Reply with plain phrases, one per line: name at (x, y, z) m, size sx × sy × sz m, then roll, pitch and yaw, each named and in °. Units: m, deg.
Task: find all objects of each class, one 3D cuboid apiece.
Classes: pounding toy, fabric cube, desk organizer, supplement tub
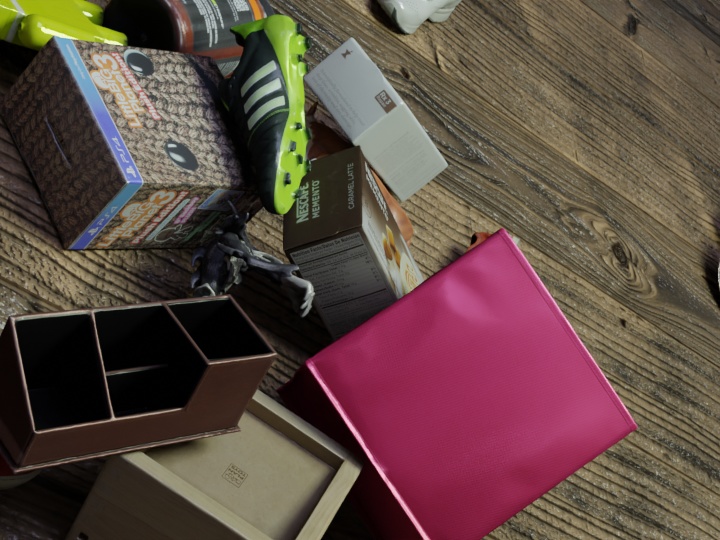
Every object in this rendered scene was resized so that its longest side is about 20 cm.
pounding toy at (-0.096, 0.186, 1.159) m, size 0.183 × 0.143 × 0.200 m, roll 33°, pitch 29°, yaw 3°
fabric cube at (0.072, 0.115, 1.271) m, size 0.199 × 0.200 × 0.197 m, roll -34°, pitch 87°, yaw -14°
desk organizer at (-0.159, 0.073, 1.045) m, size 0.199 × 0.077 × 0.072 m, roll -5°, pitch 45°, yaw -47°
supplement tub at (-0.166, -0.243, 1.539) m, size 0.107 × 0.107 × 0.200 m, roll 53°, pitch 30°, yaw 9°

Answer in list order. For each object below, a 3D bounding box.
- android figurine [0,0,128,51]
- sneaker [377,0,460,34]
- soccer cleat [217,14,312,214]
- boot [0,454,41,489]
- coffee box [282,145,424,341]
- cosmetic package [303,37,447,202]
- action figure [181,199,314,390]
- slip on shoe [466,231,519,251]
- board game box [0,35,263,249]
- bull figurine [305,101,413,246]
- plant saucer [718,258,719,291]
android figurine at (-0.312, -0.245, 1.389) m, size 0.199 × 0.041 × 0.182 m, roll 16°, pitch 24°, yaw -41°
sneaker at (0.087, -0.371, 2.009) m, size 0.075 × 0.087 × 0.200 m, roll 51°, pitch 33°, yaw 2°
soccer cleat at (-0.088, -0.140, 1.382) m, size 0.068 × 0.080 × 0.201 m, roll 56°, pitch 31°, yaw -62°
boot at (-0.275, 0.070, 1.028) m, size 0.199 × 0.144 × 0.073 m, roll 29°, pitch 35°, yaw -30°
coffee box at (0.000, 0.000, 1.423) m, size 0.115 × 0.079 × 0.201 m, roll -93°, pitch 162°, yaw -47°
cosmetic package at (0.019, -0.157, 1.624) m, size 0.102 × 0.074 × 0.200 m, roll 53°, pitch 6°, yaw 24°
action figure at (-0.106, 0.035, 1.310) m, size 0.102 × 0.119 × 0.201 m, roll 25°, pitch 47°, yaw -17°
slip on shoe at (0.122, 0.020, 1.659) m, size 0.061 × 0.074 × 0.200 m, roll 15°, pitch 37°, yaw 13°
board game box at (-0.196, -0.111, 1.367) m, size 0.199 × 0.097 × 0.160 m, roll -3°, pitch 58°, yaw -52°
bull figurine at (-0.025, -0.087, 1.585) m, size 0.200 × 0.065 × 0.121 m, roll 44°, pitch 35°, yaw -2°
plant saucer at (0.599, 0.018, 2.175) m, size 0.199 × 0.032 × 0.202 m, roll 3°, pitch 79°, yaw -13°
